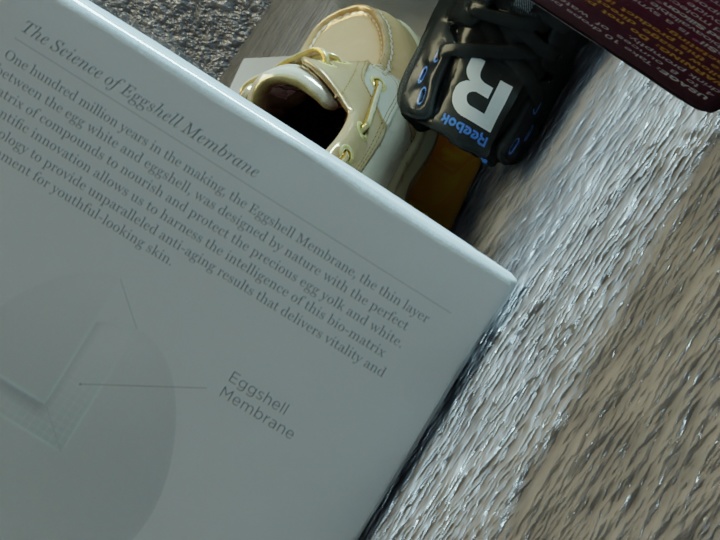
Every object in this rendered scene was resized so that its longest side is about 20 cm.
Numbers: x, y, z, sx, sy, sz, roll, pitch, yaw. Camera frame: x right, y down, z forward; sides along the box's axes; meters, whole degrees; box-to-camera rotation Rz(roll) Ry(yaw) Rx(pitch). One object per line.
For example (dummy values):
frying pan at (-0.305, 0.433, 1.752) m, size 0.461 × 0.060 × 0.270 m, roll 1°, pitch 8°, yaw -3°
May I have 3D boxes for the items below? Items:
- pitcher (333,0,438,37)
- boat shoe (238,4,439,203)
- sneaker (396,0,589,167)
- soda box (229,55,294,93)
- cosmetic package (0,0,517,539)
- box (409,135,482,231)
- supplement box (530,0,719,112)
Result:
pitcher at (0.077, -0.213, 1.349) m, size 0.171 × 0.121 × 0.201 m, roll -19°, pitch 34°, yaw 33°
boat shoe at (-0.016, -0.054, 1.130) m, size 0.073 × 0.069 × 0.201 m, roll -27°, pitch 30°, yaw 24°
sneaker at (0.067, -0.099, 1.055) m, size 0.112 × 0.073 × 0.200 m, roll -64°, pitch 0°, yaw -20°
soda box at (-0.048, -0.005, 1.296) m, size 0.068 × 0.064 × 0.201 m, roll -1°, pitch 51°, yaw 32°
cosmetic package at (-0.085, 0.030, 0.987) m, size 0.201 × 0.199 × 0.123 m, roll -57°, pitch 7°, yaw 2°
box at (0.000, 0.000, 1.199) m, size 0.119 × 0.041 × 0.201 m, roll -49°, pitch 13°, yaw 52°
supplement box at (0.109, -0.133, 0.722) m, size 0.131 × 0.103 × 0.200 m, roll -60°, pitch 6°, yaw -11°
